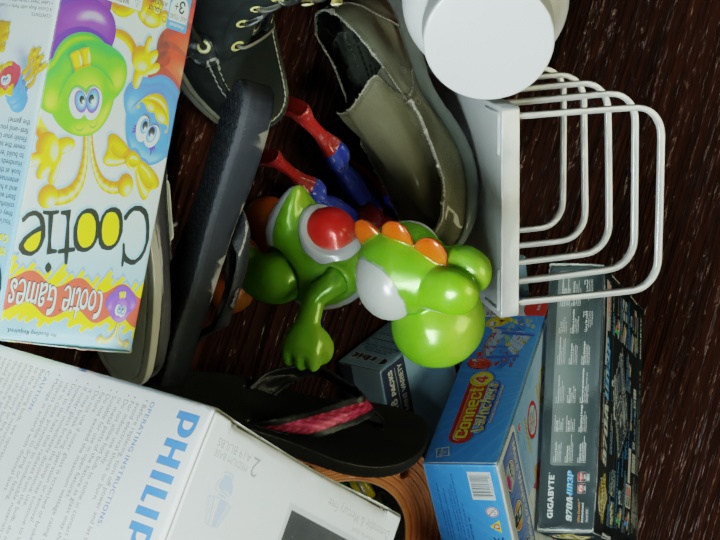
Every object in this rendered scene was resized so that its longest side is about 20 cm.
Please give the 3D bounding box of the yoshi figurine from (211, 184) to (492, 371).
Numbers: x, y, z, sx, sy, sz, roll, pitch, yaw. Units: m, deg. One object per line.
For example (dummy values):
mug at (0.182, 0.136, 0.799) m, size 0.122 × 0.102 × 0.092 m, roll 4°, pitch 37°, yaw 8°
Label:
yoshi figurine at (0.001, 0.015, 1.081) m, size 0.112 × 0.198 × 0.114 m, roll 18°, pitch 84°, yaw -53°

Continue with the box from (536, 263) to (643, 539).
box at (0.180, 0.110, 1.293) m, size 0.159 × 0.045 × 0.203 m, roll 33°, pitch 58°, yaw -66°

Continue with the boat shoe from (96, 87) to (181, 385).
boat shoe at (-0.128, -0.032, 1.007) m, size 0.062 × 0.072 × 0.203 m, roll -13°, pitch 104°, yaw -47°

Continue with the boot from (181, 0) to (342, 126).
boot at (-0.054, -0.161, 1.004) m, size 0.074 × 0.153 × 0.205 m, roll -50°, pitch 134°, yaw -33°

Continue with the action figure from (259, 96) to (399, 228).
action figure at (-0.005, -0.044, 1.181) m, size 0.200 × 0.051 × 0.066 m, roll 43°, pitch 69°, yaw -41°

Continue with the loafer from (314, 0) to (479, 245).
loafer at (0.017, -0.100, 1.141) m, size 0.069 × 0.075 × 0.202 m, roll -9°, pitch 69°, yaw -36°

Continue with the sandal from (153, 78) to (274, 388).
sandal at (-0.084, -0.015, 1.030) m, size 0.042 × 0.076 × 0.202 m, roll 15°, pitch 106°, yaw -19°

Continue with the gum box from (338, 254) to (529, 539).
gum box at (0.070, 0.103, 1.321) m, size 0.199 × 0.044 × 0.172 m, roll -35°, pitch 125°, yaw -43°

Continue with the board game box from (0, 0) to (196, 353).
board game box at (-0.174, -0.066, 0.910) m, size 0.103 × 0.104 × 0.203 m, roll 11°, pitch 90°, yaw -53°

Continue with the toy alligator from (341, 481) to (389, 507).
toy alligator at (-0.006, 0.186, 1.236) m, size 0.059 × 0.054 × 0.201 m, roll -31°, pitch 131°, yaw 1°

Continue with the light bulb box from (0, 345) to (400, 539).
light bulb box at (-0.119, 0.145, 0.955) m, size 0.198 × 0.198 × 0.126 m, roll 38°, pitch 69°, yaw -50°

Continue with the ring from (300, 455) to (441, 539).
ring at (-0.028, 0.198, 1.175) m, size 0.198 × 0.019 × 0.202 m, roll -15°, pitch 124°, yaw -23°

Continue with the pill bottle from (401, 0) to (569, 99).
pill bottle at (0.083, -0.203, 1.138) m, size 0.201 × 0.112 × 0.114 m, roll -87°, pitch 162°, yaw -55°

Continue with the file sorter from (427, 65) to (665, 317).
file sorter at (0.123, -0.066, 1.193) m, size 0.123 × 0.200 × 0.141 m, roll -5°, pitch 106°, yaw -13°

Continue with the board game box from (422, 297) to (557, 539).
board game box at (0.115, 0.157, 1.261) m, size 0.196 × 0.055 × 0.202 m, roll -63°, pitch 146°, yaw -52°

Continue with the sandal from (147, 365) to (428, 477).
sandal at (-0.039, 0.089, 1.089) m, size 0.198 × 0.075 × 0.045 m, roll 13°, pitch 115°, yaw -23°
